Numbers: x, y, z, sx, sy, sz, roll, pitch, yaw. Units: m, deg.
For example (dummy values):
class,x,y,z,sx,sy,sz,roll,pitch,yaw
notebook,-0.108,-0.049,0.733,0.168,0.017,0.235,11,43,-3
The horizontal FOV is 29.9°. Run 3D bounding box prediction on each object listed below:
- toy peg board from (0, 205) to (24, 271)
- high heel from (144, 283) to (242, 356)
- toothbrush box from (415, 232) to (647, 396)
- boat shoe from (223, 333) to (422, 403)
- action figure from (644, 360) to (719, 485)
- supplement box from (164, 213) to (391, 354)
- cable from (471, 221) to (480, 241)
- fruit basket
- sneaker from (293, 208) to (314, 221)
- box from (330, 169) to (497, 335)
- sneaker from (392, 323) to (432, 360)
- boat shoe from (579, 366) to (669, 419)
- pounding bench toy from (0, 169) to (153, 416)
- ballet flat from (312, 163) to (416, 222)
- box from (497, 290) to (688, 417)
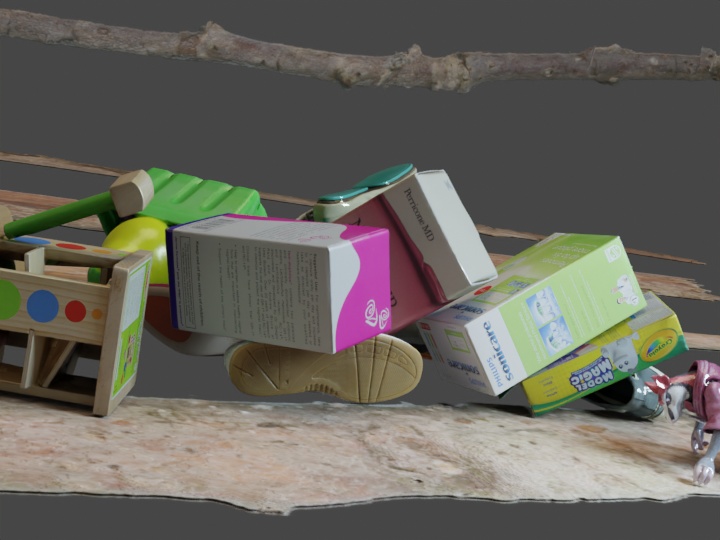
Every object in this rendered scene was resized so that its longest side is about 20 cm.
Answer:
class,x,y,z,sx,sy,sz,roll,pitch,yaw
toy peg board,-0.454,0.008,1.387,0.198,0.099,0.199,5,25,-27
high heel,-0.146,0.054,1.423,0.198,0.068,0.096,24,18,-1
toothbrush box,0.177,0.042,1.432,0.199,0.087,0.145,-30,12,-15
boat shoe,-0.038,0.085,1.319,0.198,0.072,0.069,5,11,-21
action figure,0.365,0.128,1.269,0.198,0.150,0.134,22,12,-8
supplement box,-0.078,0.008,1.283,0.198,0.105,0.101,5,14,36
cable,0.054,-0.009,1.674,0.198,0.069,0.201,-18,38,30
fruit basket,-0.218,-0.012,1.516,0.213,0.156,0.217,-10,45,10
sneaker,-0.088,-0.030,1.681,0.198,0.075,0.087,-25,11,-21
box,0.019,0.000,1.388,0.199,0.129,0.109,-30,-6,21
sneaker,0.041,0.069,1.521,0.198,0.080,0.074,-12,-14,-23
boat shoe,0.256,0.109,1.494,0.061,0.074,0.199,8,13,-38
pounding bench toy,-0.267,0.003,1.166,0.154,0.203,0.124,10,8,0
ballet flat,0.009,-0.080,1.668,0.069,0.070,0.199,14,25,33
box,0.234,0.091,1.419,0.198,0.049,0.117,-22,10,4
